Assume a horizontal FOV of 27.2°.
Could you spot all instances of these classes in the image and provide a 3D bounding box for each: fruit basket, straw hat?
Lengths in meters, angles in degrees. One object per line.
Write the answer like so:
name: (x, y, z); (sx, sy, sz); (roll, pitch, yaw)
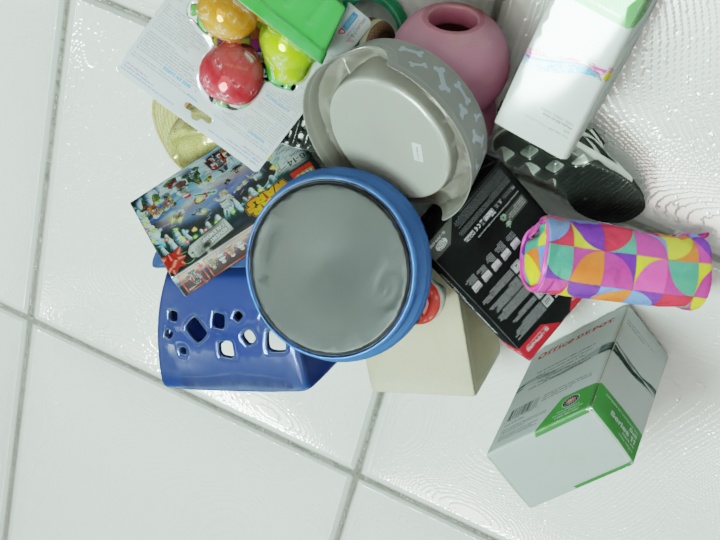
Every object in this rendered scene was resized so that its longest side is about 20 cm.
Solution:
fruit basket: (-0.118, -0.230, 1.513); (0.185, 0.094, 0.200); (34, 108, -19)
straw hat: (-0.173, -0.155, 1.707); (0.200, 0.085, 0.202); (12, 122, 20)

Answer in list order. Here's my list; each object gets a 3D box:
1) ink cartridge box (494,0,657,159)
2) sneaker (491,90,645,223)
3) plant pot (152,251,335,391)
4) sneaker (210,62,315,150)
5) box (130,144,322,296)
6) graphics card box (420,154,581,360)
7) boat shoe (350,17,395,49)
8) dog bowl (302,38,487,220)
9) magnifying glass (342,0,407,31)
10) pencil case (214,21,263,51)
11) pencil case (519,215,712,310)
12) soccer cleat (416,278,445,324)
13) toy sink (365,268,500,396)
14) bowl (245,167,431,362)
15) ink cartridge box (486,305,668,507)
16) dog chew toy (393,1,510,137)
ink cartridge box: (0.220, -0.229, 1.437); (0.087, 0.145, 0.201); (28, 127, 9)
sneaker: (0.223, -0.125, 1.547); (0.199, 0.089, 0.074); (33, 135, -27)
plant pot: (-0.118, 0.017, 1.717); (0.198, 0.200, 0.181); (0, 113, 26)
sneaker: (-0.102, -0.192, 1.619); (0.199, 0.090, 0.067); (25, 111, 15)
box: (-0.140, -0.078, 1.625); (0.199, 0.137, 0.040); (-34, 139, -3)
graphics card box: (0.152, -0.014, 1.574); (0.200, 0.126, 0.051); (44, 175, -32)
boat shoe: (-0.014, -0.186, 1.602); (0.075, 0.075, 0.203); (28, 132, 22)
dog bowl: (0.039, -0.143, 1.488); (0.199, 0.059, 0.201); (26, 143, 21)
magnifying glass: (0.036, -0.212, 1.613); (0.079, 0.022, 0.201); (-13, 114, 34)
pencil case: (-0.115, -0.329, 1.571); (0.088, 0.088, 0.201); (17, 125, 16)
pencil case: (0.265, -0.008, 1.533); (0.198, 0.089, 0.089); (6, 127, -16)
soccer cleat: (0.000, 0.000, 1.576); (0.199, 0.085, 0.069); (23, 105, 14)
toy sink: (0.073, 0.027, 1.679); (0.129, 0.112, 0.201); (0, 118, 25)
bowl: (-0.027, -0.004, 1.516); (0.199, 0.039, 0.202); (3, 98, 21)
ink cartridge box: (0.239, 0.145, 1.613); (0.146, 0.200, 0.083); (-31, 105, 36)
dog chew toy: (0.089, -0.175, 1.552); (0.124, 0.125, 0.201); (17, 131, 16)
